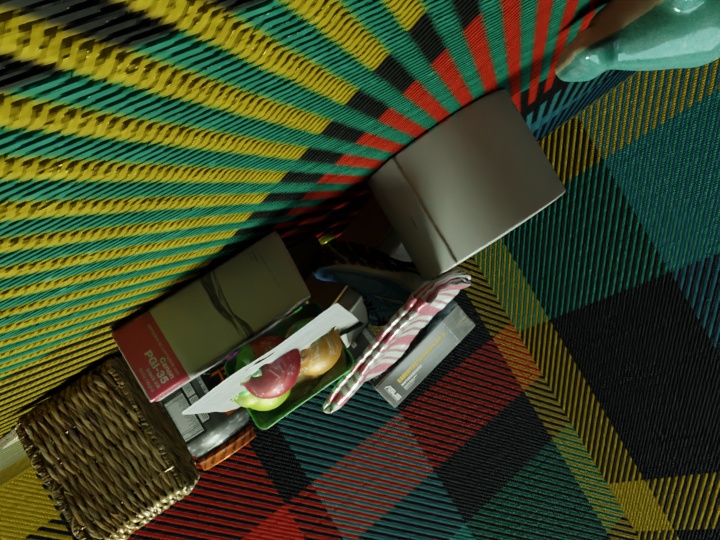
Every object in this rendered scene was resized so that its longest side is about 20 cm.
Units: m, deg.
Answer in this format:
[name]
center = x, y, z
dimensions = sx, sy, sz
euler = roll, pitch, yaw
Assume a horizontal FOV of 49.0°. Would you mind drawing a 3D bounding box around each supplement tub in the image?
[supplement tub]
center = -0.248, 0.190, 1.201
dimensions = 0.121, 0.203, 0.123
euler = -31, 180, 0

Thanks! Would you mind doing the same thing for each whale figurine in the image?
[whale figurine]
center = 0.287, -0.229, 0.757
dimensions = 0.198, 0.105, 0.159
euler = -32, 179, -8

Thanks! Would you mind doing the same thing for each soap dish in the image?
[soap dish]
center = 0.000, 0.000, 1.106
dimensions = 0.201, 0.081, 0.158
euler = -52, 166, -14

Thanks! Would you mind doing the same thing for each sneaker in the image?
[sneaker]
center = 0.024, 0.029, 0.990
dimensions = 0.091, 0.197, 0.078
euler = -64, -152, 14

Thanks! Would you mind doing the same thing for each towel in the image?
[towel]
center = 0.043, 0.084, 0.931
dimensions = 0.201, 0.030, 0.146
euler = -52, 167, 28

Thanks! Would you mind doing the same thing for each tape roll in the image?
[tape roll]
center = 0.124, -0.098, 0.939
dimensions = 0.200, 0.141, 0.203
euler = -33, 180, 0

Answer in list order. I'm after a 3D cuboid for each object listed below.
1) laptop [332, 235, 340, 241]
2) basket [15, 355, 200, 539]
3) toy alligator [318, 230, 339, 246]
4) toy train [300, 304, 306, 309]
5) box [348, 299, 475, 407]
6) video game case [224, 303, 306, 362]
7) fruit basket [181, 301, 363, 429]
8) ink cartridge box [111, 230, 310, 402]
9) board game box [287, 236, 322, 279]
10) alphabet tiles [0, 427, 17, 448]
[laptop]
center = -0.010, 0.016, 1.336
dimensions = 0.189, 0.196, 0.118
euler = -66, 176, -52
[basket]
center = -0.320, 0.231, 1.019
dimensions = 0.148, 0.202, 0.143
euler = -34, 180, -5
[toy alligator]
center = -0.075, -0.007, 1.248
dimensions = 0.198, 0.060, 0.054
euler = -33, 178, 18
[toy train]
center = -0.160, 0.073, 1.280
dimensions = 0.197, 0.043, 0.056
euler = -4, -164, 40
[box]
center = 0.058, 0.083, 1.126
dimensions = 0.158, 0.048, 0.200
euler = -46, -155, 2
[video game case]
center = -0.164, 0.099, 1.347
dimensions = 0.195, 0.037, 0.182
euler = -14, -160, 13
[fruit basket]
center = -0.087, 0.092, 0.839
dimensions = 0.183, 0.095, 0.200
euler = -35, 163, 2
[ink cartridge box]
center = -0.160, 0.054, 0.864
dimensions = 0.198, 0.084, 0.146
euler = -33, 178, -14
[board game box]
center = -0.150, 0.041, 1.143
dimensions = 0.198, 0.065, 0.147
euler = -33, 178, 30
[alphabet tiles]
center = -0.436, 0.200, 1.177
dimensions = 0.194, 0.015, 0.199
euler = -34, 179, 37
